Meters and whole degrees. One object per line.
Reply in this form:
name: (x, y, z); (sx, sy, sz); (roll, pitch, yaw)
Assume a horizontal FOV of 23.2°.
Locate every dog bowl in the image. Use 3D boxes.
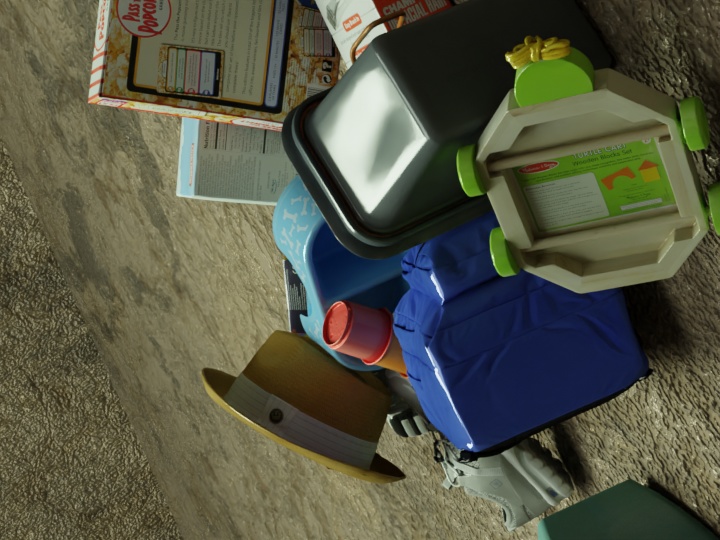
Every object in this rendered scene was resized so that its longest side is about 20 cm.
dog bowl: (0.000, 0.000, 1.419); (0.050, 0.111, 0.201); (-125, 15, -48)

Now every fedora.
fedora: (-0.038, 0.108, 1.502); (0.200, 0.082, 0.201); (27, -178, -1)

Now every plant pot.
plant pot: (0.225, 0.273, 1.362); (0.142, 0.141, 0.200); (82, 161, -44)

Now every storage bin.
storage bin: (0.062, -0.123, 1.175); (0.146, 0.199, 0.134); (59, 150, 12)

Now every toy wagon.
toy wagon: (0.140, -0.069, 1.081); (0.040, 0.154, 0.201); (-78, -30, -48)

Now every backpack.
backpack: (0.110, 0.037, 1.310); (0.200, 0.162, 0.169); (170, 82, -84)

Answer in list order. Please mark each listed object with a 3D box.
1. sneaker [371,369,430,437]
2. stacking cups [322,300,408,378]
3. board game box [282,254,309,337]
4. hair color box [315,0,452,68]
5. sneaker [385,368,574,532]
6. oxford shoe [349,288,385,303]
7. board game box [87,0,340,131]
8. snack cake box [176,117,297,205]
sneaker: (0.029, 0.064, 1.641); (0.200, 0.075, 0.116); (74, -176, -54)
stacking cups: (0.063, 0.066, 1.426); (0.060, 0.199, 0.061); (-31, 49, 44)
board game box: (-0.025, 0.043, 1.645); (0.165, 0.056, 0.201); (-73, -19, -64)
hair color box: (0.044, -0.151, 1.365); (0.201, 0.064, 0.111); (63, 162, -5)
sneaker: (0.091, 0.153, 1.507); (0.200, 0.082, 0.075); (41, -168, -13)
oxford shoe: (0.010, -0.059, 1.459); (0.058, 0.075, 0.201); (-121, 36, -57)
board game box: (-0.113, -0.198, 1.428); (0.046, 0.199, 0.152); (178, 99, -70)
snack cake box: (-0.090, -0.158, 1.502); (0.067, 0.114, 0.201); (-170, 85, -71)
